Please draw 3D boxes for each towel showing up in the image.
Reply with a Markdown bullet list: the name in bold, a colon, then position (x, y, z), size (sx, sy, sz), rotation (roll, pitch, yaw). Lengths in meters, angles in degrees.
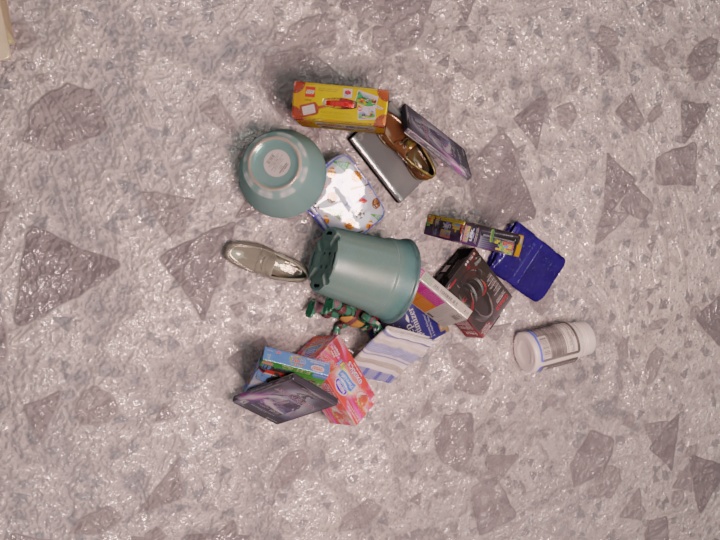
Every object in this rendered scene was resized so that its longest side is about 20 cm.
- **towel**: position (0.439, -0.022, 1.718), size (0.199, 0.050, 0.148), rotation (32, 93, -22)
- **towel**: position (0.068, 0.207, 1.552), size (0.146, 0.024, 0.200), rotation (18, 132, -29)

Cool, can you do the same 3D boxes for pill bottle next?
- **pill bottle**: position (0.528, 0.202, 1.744), size (0.198, 0.114, 0.115), rotation (-10, 101, -19)

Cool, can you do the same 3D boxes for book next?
- **book**: position (0.160, 0.056, 1.550), size (0.200, 0.134, 0.048), rotation (40, 70, -6)

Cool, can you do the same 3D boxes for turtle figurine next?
- **turtle figurine**: position (-0.027, 0.123, 1.542), size (0.149, 0.101, 0.199), rotation (-33, 131, 32)

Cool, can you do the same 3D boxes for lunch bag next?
- **lunch bag**: position (-0.050, -0.164, 1.502), size (0.160, 0.076, 0.200), rotation (-39, 108, -6)

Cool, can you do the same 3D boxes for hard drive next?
- **hard drive**: position (0.080, -0.285, 1.552), size (0.140, 0.033, 0.200), rotation (-44, 109, -9)

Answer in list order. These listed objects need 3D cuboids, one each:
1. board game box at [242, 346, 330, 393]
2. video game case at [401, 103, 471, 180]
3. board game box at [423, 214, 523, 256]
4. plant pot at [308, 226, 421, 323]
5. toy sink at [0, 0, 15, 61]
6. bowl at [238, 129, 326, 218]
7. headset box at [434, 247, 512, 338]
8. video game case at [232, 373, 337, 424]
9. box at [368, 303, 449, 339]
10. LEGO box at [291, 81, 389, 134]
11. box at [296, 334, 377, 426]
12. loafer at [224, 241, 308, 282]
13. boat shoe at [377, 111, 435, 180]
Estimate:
- **board game box**: position (-0.171, 0.249, 1.457), size (0.150, 0.200, 0.037), rotation (16, 52, -14)
- **video game case**: position (0.180, -0.308, 1.536), size (0.199, 0.143, 0.019), rotation (33, 120, -22)
- **board game box**: position (0.270, -0.086, 1.562), size (0.164, 0.200, 0.057), rotation (10, 96, -20)
- **plant pot**: position (0.000, 0.000, 1.440), size (0.195, 0.200, 0.202), rotation (15, 92, -25)
- **toy sink**: position (-0.725, -0.474, 1.190), size (0.129, 0.112, 0.202), rotation (-12, 97, -18)
- **bowl**: position (-0.178, -0.220, 1.392), size (0.199, 0.105, 0.203), rotation (0, 87, 4)
- **headset box**: position (0.286, 0.065, 1.642), size (0.149, 0.075, 0.200), rotation (-49, 111, -22)
- **video game case**: position (-0.171, 0.294, 1.457), size (0.143, 0.199, 0.019), rotation (37, 43, -35)
- **box**: position (0.120, 0.143, 1.631), size (0.199, 0.032, 0.122), rotation (-26, 106, -14)
- **LEGO box**: position (-0.039, -0.352, 1.404), size (0.198, 0.149, 0.078), rotation (6, 96, 2)
- **box**: position (-0.062, 0.261, 1.530), size (0.095, 0.102, 0.201), rotation (-43, 112, -38)
- **loafer**: position (-0.210, -0.019, 1.465), size (0.199, 0.070, 0.070), rotation (15, 93, -21)
- **boat shoe**: position (0.110, -0.297, 1.507), size (0.072, 0.068, 0.200), rotation (-47, 109, -6)
